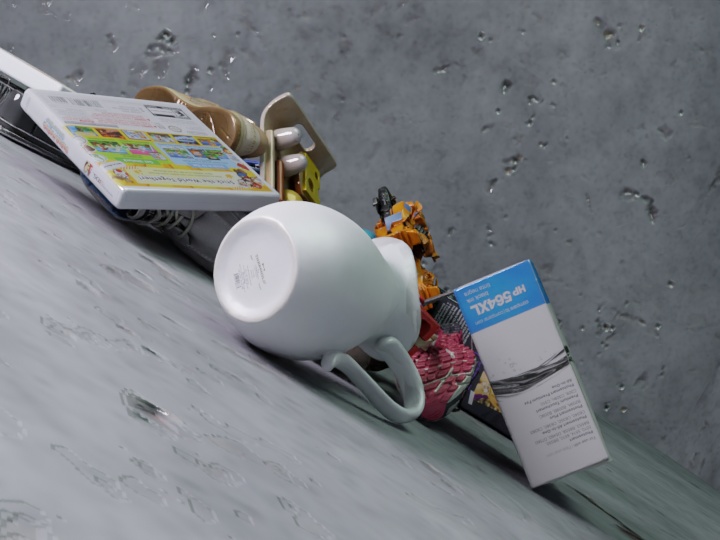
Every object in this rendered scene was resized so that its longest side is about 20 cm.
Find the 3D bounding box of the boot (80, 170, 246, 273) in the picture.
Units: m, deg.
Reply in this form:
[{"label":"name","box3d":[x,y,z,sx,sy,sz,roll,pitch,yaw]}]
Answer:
[{"label":"boot","box3d":[-0.190,-0.052,1.245,0.199,0.074,0.095,33,18,21]}]

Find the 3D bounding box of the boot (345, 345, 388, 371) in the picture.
[{"label":"boot","box3d":[-0.049,0.036,1.205,0.185,0.065,0.200,32,5,13]}]

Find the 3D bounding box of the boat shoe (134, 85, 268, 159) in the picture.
[{"label":"boat shoe","box3d":[-0.184,-0.156,1.402,0.199,0.072,0.064,23,8,41]}]

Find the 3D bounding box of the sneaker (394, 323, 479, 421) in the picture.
[{"label":"sneaker","box3d":[0.079,0.109,1.238,0.079,0.076,0.200,-6,11,8]}]

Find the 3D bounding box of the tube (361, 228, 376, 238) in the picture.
[{"label":"tube","box3d":[0.000,0.000,1.419,0.200,0.050,0.079,-89,165,-76]}]

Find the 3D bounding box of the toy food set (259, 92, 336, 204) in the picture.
[{"label":"toy food set","box3d":[-0.056,-0.077,1.400,0.060,0.202,0.144,-13,-33,18]}]

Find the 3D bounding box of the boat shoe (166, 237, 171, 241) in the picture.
[{"label":"boat shoe","box3d":[-0.176,-0.054,1.338,0.199,0.065,0.072,38,1,32]}]

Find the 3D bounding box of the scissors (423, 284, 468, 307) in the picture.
[{"label":"scissors","box3d":[0.045,0.044,1.364,0.072,0.014,0.199,3,-18,-30]}]

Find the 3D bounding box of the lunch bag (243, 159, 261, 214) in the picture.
[{"label":"lunch bag","box3d":[-0.175,-0.102,1.482,0.197,0.077,0.160,6,3,-8]}]

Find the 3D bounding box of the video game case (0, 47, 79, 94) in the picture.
[{"label":"video game case","box3d":[-0.364,-0.215,1.447,0.199,0.023,0.182,30,0,24]}]

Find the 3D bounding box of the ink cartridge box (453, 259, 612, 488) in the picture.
[{"label":"ink cartridge box","box3d":[0.169,0.099,1.232,0.146,0.083,0.203,17,52,-80]}]

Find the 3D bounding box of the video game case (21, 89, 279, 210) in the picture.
[{"label":"video game case","box3d":[-0.202,-0.115,1.227,0.199,0.023,0.182,-1,36,-49]}]

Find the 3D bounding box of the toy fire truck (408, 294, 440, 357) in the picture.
[{"label":"toy fire truck","box3d":[0.031,0.034,1.213,0.141,0.049,0.200,47,4,23]}]

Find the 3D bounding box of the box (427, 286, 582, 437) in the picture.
[{"label":"box","box3d":[0.152,0.118,1.527,0.199,0.107,0.122,32,3,-4]}]

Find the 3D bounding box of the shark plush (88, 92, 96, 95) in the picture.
[{"label":"shark plush","box3d":[-0.341,-0.181,1.578,0.090,0.084,0.199,29,4,-45]}]

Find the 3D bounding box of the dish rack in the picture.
[{"label":"dish rack","box3d":[-0.395,-0.189,1.438,0.199,0.055,0.153,31,0,34]}]

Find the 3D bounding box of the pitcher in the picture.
[{"label":"pitcher","box3d":[-0.019,0.036,1.010,0.199,0.120,0.174,17,48,-57]}]

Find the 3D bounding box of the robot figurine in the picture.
[{"label":"robot figurine","box3d":[0.058,-0.024,1.503,0.200,0.057,0.147,-80,151,-73]}]
